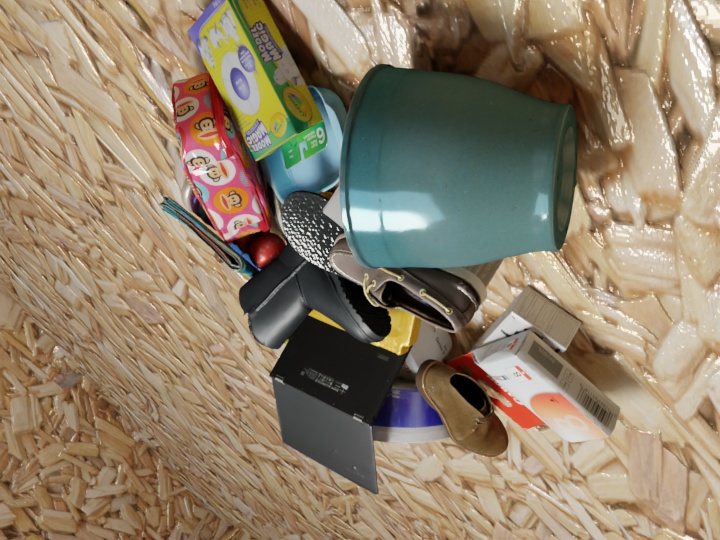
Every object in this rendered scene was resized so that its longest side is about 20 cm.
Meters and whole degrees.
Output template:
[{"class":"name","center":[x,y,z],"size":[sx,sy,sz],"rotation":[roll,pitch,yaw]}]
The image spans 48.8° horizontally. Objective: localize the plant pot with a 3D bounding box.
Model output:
[{"class":"plant pot","center":[0.104,-0.092,0.755],"size":[0.187,0.201,0.201],"rotation":[7,141,21]}]

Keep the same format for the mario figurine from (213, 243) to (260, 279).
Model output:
[{"class":"mario figurine","center":[-0.152,0.030,1.296],"size":[0.200,0.123,0.106],"rotation":[37,140,12]}]

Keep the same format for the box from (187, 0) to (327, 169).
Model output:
[{"class":"box","center":[-0.117,-0.214,0.918],"size":[0.117,0.048,0.201],"rotation":[-17,105,57]}]

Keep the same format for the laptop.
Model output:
[{"class":"laptop","center":[-0.024,0.177,1.133],"size":[0.186,0.201,0.116],"rotation":[19,164,34]}]

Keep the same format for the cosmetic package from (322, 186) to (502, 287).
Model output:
[{"class":"cosmetic package","center":[0.068,-0.055,0.925],"size":[0.200,0.107,0.090],"rotation":[40,152,-6]}]

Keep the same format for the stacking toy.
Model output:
[{"class":"stacking toy","center":[-0.176,-0.073,1.153],"size":[0.200,0.085,0.086],"rotation":[42,157,31]}]

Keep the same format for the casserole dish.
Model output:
[{"class":"casserole dish","center":[-0.063,-0.151,0.971],"size":[0.200,0.039,0.122],"rotation":[-18,92,56]}]

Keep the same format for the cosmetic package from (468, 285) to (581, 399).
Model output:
[{"class":"cosmetic package","center":[0.205,0.101,1.046],"size":[0.082,0.051,0.200],"rotation":[36,152,7]}]

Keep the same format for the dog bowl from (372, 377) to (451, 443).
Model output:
[{"class":"dog bowl","center":[0.059,0.195,1.201],"size":[0.199,0.199,0.079],"rotation":[6,96,45]}]

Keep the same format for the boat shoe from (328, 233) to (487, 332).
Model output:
[{"class":"boat shoe","center":[0.040,0.013,0.881],"size":[0.199,0.060,0.072],"rotation":[21,148,29]}]

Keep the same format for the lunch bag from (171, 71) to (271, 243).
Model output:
[{"class":"lunch bag","center":[-0.184,-0.155,1.045],"size":[0.201,0.081,0.177],"rotation":[72,-179,-48]}]

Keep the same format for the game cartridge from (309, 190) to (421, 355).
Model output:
[{"class":"game cartridge","center":[0.000,0.000,1.059],"size":[0.199,0.032,0.178],"rotation":[21,110,31]}]

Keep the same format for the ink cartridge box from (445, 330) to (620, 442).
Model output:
[{"class":"ink cartridge box","center":[0.209,0.163,1.030],"size":[0.162,0.050,0.200],"rotation":[40,148,-9]}]

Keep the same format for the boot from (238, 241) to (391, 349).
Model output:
[{"class":"boot","center":[-0.066,0.054,1.048],"size":[0.168,0.076,0.201],"rotation":[-47,66,27]}]

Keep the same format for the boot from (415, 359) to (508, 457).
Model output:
[{"class":"boot","center":[0.159,0.203,1.106],"size":[0.075,0.074,0.200],"rotation":[4,143,53]}]

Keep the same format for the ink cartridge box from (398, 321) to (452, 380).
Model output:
[{"class":"ink cartridge box","center":[0.020,0.075,1.184],"size":[0.199,0.088,0.146],"rotation":[5,133,44]}]

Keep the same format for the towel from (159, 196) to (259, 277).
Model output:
[{"class":"towel","center":[-0.205,-0.037,1.136],"size":[0.146,0.022,0.200],"rotation":[40,176,5]}]

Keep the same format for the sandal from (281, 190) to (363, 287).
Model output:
[{"class":"sandal","center":[-0.016,-0.027,0.983],"size":[0.200,0.075,0.048],"rotation":[36,-166,-15]}]

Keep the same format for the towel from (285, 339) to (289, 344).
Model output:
[{"class":"towel","center":[-0.094,0.076,1.217],"size":[0.018,0.086,0.200],"rotation":[3,146,41]}]

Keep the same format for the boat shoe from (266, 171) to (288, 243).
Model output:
[{"class":"boat shoe","center":[-0.103,-0.073,1.135],"size":[0.062,0.073,0.201],"rotation":[18,150,28]}]
